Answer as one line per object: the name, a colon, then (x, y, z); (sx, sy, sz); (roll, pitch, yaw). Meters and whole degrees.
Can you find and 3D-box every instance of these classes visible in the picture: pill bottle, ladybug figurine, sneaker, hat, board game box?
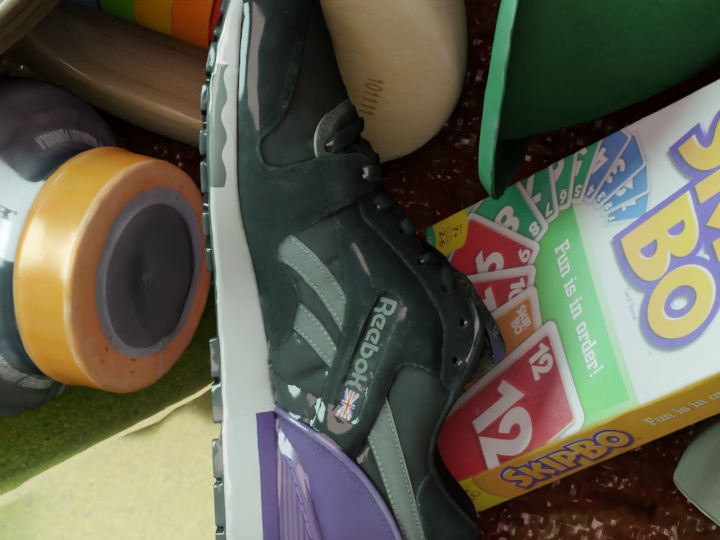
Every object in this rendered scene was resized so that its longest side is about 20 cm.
pill bottle: (-0.144, -0.015, 0.928); (0.200, 0.106, 0.107); (11, 85, 33)
ladybug figurine: (-0.054, -0.105, 0.954); (0.200, 0.136, 0.072); (23, 51, 5)
sneaker: (0.000, 0.000, 0.897); (0.087, 0.076, 0.201); (-1, 103, 5)
hat: (0.143, -0.099, 0.895); (0.176, 0.166, 0.201); (14, 92, 7)
board game box: (0.095, -0.002, 0.890); (0.200, 0.030, 0.096); (-25, 54, 40)

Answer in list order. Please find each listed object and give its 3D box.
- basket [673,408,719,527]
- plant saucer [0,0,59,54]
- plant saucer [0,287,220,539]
basket: (0.194, 0.011, 0.886); (0.180, 0.136, 0.200); (37, 97, 45)
plant saucer: (-0.132, -0.130, 0.896); (0.200, 0.029, 0.201); (-18, 56, 29)
plant saucer: (-0.068, 0.122, 0.961); (0.199, 0.048, 0.200); (-27, 81, 6)
